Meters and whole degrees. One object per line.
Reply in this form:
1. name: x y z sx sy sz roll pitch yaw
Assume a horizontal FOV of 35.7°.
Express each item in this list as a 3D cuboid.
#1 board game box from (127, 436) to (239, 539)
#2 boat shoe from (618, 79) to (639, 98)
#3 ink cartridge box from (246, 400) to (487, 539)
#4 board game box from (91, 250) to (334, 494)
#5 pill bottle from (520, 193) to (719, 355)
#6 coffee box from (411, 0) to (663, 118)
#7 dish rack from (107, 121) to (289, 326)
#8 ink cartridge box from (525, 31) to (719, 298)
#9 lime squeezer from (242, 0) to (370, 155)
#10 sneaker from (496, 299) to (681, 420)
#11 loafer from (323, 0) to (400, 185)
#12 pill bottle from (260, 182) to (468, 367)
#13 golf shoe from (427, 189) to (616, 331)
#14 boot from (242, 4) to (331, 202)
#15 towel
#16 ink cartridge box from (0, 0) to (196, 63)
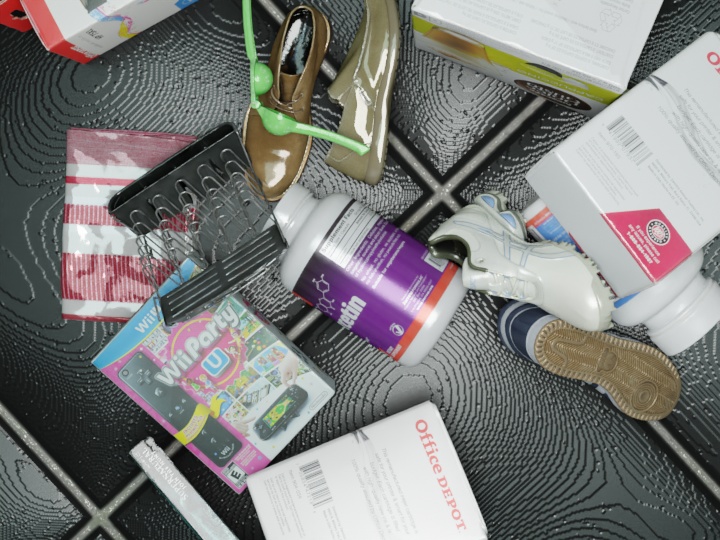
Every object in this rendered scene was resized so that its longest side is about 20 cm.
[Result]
1. board game box: -0.157 0.250 1.115 0.028 0.135 0.200 -41 89 -15
2. boat shoe: 0.337 -0.133 1.097 0.199 0.073 0.065 34 83 -1
3. ink cartridge box: 0.008 0.236 1.097 0.199 0.084 0.146 -22 71 -2
4. board game box: -0.146 0.102 1.131 0.200 0.064 0.148 43 94 -6
5. pill bottle: 0.259 -0.018 1.083 0.112 0.112 0.200 -44 90 5
6. coffee box: 0.175 -0.277 1.031 0.199 0.198 0.201 22 92 3
7. dish rack: -0.152 -0.042 1.060 0.153 0.200 0.055 -34 129 5
8. ink cartridge box: 0.273 -0.094 0.999 0.200 0.083 0.146 -36 86 -15
9. lime squeezer: -0.078 -0.176 1.065 0.070 0.038 0.200 -34 93 25
10. sneaker: 0.225 0.083 1.119 0.199 0.108 0.070 26 92 -28
11. loafer: 0.001 -0.187 1.110 0.067 0.076 0.201 5 93 -2
12. pill bottle: 0.000 0.000 1.102 0.199 0.112 0.113 33 95 2
13. golf shoe: 0.143 0.007 1.032 0.097 0.200 0.079 -27 132 -24
14. boot: -0.079 -0.168 1.118 0.073 0.075 0.201 13 95 1
15. towel: -0.240 -0.044 1.162 0.143 0.023 0.201 4 93 5
16. ink cartridge box: -0.255 -0.266 1.105 0.199 0.116 0.068 -28 91 6
